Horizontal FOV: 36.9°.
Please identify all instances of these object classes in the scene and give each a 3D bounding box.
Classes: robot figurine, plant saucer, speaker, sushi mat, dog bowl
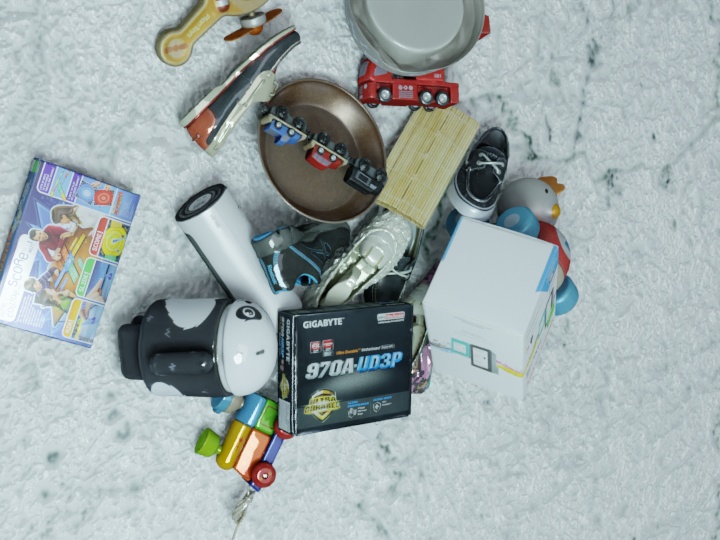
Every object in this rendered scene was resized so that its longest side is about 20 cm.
[{"bbox_3d":[-0.203,0.095,1.358,0.126,0.197,0.152,75,19,-49],"label":"robot figurine"},{"bbox_3d":[-0.056,-0.157,1.453,0.198,0.037,0.204,9,73,-29],"label":"plant saucer"},{"bbox_3d":[-0.157,-0.011,1.419,0.081,0.081,0.201,-41,117,-18],"label":"speaker"},{"bbox_3d":[0.091,-0.158,1.530,0.095,0.012,0.201,29,64,0],"label":"sushi mat"},{"bbox_3d":[0.068,-0.359,1.473,0.197,0.059,0.203,4,78,-17],"label":"dog bowl"}]

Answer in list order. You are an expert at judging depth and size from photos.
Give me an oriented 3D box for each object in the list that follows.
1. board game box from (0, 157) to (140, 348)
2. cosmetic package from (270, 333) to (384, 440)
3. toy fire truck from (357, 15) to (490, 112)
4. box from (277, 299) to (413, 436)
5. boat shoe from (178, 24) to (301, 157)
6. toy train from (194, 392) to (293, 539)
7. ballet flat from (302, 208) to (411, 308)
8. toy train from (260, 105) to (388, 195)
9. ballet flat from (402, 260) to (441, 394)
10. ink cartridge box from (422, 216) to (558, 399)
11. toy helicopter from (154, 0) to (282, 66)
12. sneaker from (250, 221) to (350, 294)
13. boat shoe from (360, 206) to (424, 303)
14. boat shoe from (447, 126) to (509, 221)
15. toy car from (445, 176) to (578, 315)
[{"bbox_3d":[-0.365,-0.020,1.322,0.134,0.034,0.203,20,88,-31],"label":"board game box"},{"bbox_3d":[-0.041,0.148,1.520,0.199,0.074,0.103,33,82,-29],"label":"cosmetic package"},{"bbox_3d":[0.088,-0.300,1.528,0.197,0.049,0.143,0,86,-22],"label":"toy fire truck"},{"bbox_3d":[-0.019,0.128,1.456,0.198,0.046,0.162,-3,98,-35],"label":"box"},{"bbox_3d":[-0.144,-0.235,1.392,0.200,0.071,0.063,-46,102,-9],"label":"boat shoe"},{"bbox_3d":[-0.175,0.255,1.458,0.115,0.084,0.202,28,84,-20],"label":"toy train"},{"bbox_3d":[0.000,0.000,1.492,0.200,0.072,0.072,-48,119,3],"label":"ballet flat"},{"bbox_3d":[-0.050,-0.154,1.417,0.199,0.034,0.046,30,75,-23],"label":"toy train"},{"bbox_3d":[0.084,0.083,1.589,0.070,0.069,0.203,9,98,-27],"label":"ballet flat"},{"bbox_3d":[0.184,0.055,1.503,0.201,0.144,0.148,75,37,-59],"label":"ink cartridge box"},{"bbox_3d":[-0.178,-0.332,1.372,0.200,0.079,0.132,-47,127,-4],"label":"toy helicopter"},{"bbox_3d":[-0.074,-0.020,1.436,0.199,0.072,0.083,-18,92,-57],"label":"sneaker"},{"bbox_3d":[0.049,-0.024,1.550,0.075,0.060,0.203,5,96,-31],"label":"boat shoe"},{"bbox_3d":[0.178,-0.143,1.539,0.071,0.201,0.068,28,126,0],"label":"boat shoe"},{"bbox_3d":[0.256,-0.071,1.613,0.185,0.175,0.201,51,60,-37],"label":"toy car"}]
